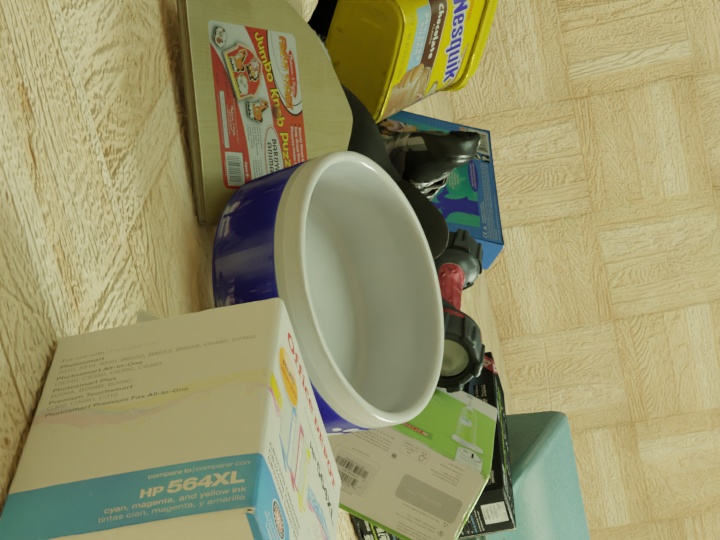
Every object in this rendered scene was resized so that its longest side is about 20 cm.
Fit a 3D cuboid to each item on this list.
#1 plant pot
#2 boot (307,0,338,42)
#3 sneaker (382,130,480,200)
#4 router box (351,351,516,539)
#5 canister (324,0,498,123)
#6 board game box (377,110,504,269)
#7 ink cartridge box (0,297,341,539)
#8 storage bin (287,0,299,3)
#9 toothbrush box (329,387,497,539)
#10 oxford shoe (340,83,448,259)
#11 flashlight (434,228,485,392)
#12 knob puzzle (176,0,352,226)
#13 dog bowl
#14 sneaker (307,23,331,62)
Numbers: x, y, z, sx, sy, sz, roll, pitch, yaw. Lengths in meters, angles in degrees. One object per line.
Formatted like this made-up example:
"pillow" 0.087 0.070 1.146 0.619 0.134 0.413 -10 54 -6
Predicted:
"plant pot" 0.111 0.277 1.830 0.200 0.195 0.197 -38 119 -63
"boot" 0.001 -0.280 1.841 0.169 0.076 0.200 -62 173 11
"sneaker" 0.053 -0.062 1.585 0.200 0.075 0.116 178 -89 -70
"router box" 0.069 0.178 1.757 0.201 0.149 0.062 -91 165 -51
"canister" 0.047 -0.230 1.745 0.200 0.086 0.149 -33 145 -53
"board game box" 0.036 -0.090 1.743 0.045 0.199 0.153 123 -27 -46
"ink cartridge box" -0.086 0.112 0.885 0.200 0.124 0.129 -85 163 -58
"storage bin" -0.076 -0.375 1.655 0.199 0.093 0.201 -90 166 -54
"toothbrush box" 0.032 0.146 1.511 0.086 0.145 0.200 -64 180 14
"oxford shoe" -0.008 -0.083 1.526 0.200 0.071 0.071 55 -20 0
"flashlight" 0.083 0.029 1.610 0.068 0.068 0.200 38 28 -13
"knob puzzle" -0.074 -0.121 1.371 0.219 0.030 0.221 18 68 -53
"dog bowl" -0.021 0.019 1.303 0.200 0.078 0.201 34 50 -51
"sneaker" -0.054 -0.127 1.567 0.100 0.069 0.201 -81 155 -50
